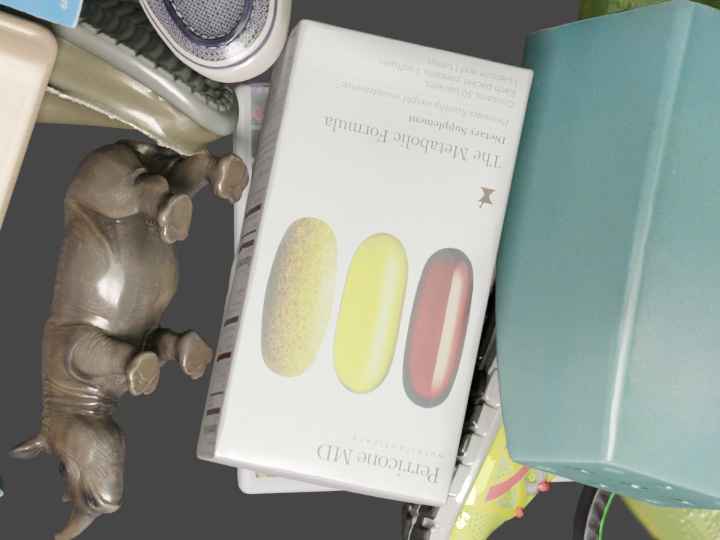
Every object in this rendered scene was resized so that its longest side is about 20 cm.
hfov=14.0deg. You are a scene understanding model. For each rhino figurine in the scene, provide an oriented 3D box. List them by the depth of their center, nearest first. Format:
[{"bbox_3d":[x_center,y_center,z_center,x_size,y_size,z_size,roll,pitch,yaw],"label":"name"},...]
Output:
[{"bbox_3d":[-0.117,0.032,1.395,0.060,0.087,0.201,8,98,-48],"label":"rhino figurine"}]

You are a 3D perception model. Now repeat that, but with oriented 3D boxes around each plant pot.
[{"bbox_3d":[0.144,0.001,1.329,0.141,0.141,0.201,18,80,-25],"label":"plant pot"}]

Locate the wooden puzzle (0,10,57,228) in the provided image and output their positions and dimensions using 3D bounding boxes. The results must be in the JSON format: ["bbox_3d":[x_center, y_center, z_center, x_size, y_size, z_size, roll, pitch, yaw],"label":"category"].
[{"bbox_3d":[-0.251,-0.044,1.325,0.184,0.037,0.201,17,103,-13],"label":"wooden puzzle"}]

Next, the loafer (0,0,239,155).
[{"bbox_3d":[-0.150,-0.101,1.374,0.199,0.075,0.070,27,110,7],"label":"loafer"}]

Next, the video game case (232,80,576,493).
[{"bbox_3d":[0.028,0.006,1.440,0.181,0.023,0.201,-2,97,-9],"label":"video game case"}]

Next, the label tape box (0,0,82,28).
[{"bbox_3d":[-0.173,-0.197,1.289,0.199,0.066,0.144,19,97,23],"label":"label tape box"}]

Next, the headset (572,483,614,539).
[{"bbox_3d":[0.199,0.110,1.440,0.200,0.094,0.124,-38,100,-5],"label":"headset"}]

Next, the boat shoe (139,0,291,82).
[{"bbox_3d":[-0.093,-0.185,1.328,0.074,0.093,0.201,-24,71,11],"label":"boat shoe"}]

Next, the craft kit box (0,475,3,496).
[{"bbox_3d":[-0.302,0.070,1.388,0.197,0.049,0.201,-31,99,-1],"label":"craft kit box"}]

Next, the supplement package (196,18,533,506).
[{"bbox_3d":[0.000,0.000,1.352,0.113,0.110,0.201,11,85,-6],"label":"supplement package"}]

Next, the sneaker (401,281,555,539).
[{"bbox_3d":[0.088,0.073,1.407,0.090,0.078,0.201,26,92,-13],"label":"sneaker"}]
